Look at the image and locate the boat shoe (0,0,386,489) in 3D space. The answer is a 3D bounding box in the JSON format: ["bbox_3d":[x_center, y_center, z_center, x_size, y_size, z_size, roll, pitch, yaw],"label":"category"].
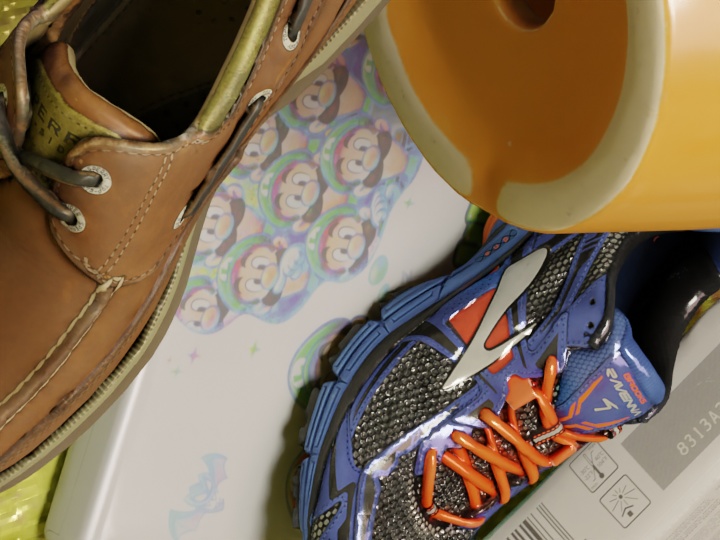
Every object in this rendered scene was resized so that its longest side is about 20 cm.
[{"bbox_3d":[-0.065,-0.035,0.683,0.200,0.072,0.068,-56,165,1],"label":"boat shoe"}]

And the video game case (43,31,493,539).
[{"bbox_3d":[0.000,0.000,0.895,0.182,0.024,0.200,10,101,-48],"label":"video game case"}]

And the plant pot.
[{"bbox_3d":[0.106,-0.090,0.748,0.183,0.200,0.200,-18,120,-33],"label":"plant pot"}]

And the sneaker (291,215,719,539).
[{"bbox_3d":[0.053,0.030,0.887,0.200,0.078,0.075,-53,136,-16],"label":"sneaker"}]

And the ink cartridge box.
[{"bbox_3d":[0.120,0.080,1.012,0.161,0.050,0.200,-48,162,15],"label":"ink cartridge box"}]
